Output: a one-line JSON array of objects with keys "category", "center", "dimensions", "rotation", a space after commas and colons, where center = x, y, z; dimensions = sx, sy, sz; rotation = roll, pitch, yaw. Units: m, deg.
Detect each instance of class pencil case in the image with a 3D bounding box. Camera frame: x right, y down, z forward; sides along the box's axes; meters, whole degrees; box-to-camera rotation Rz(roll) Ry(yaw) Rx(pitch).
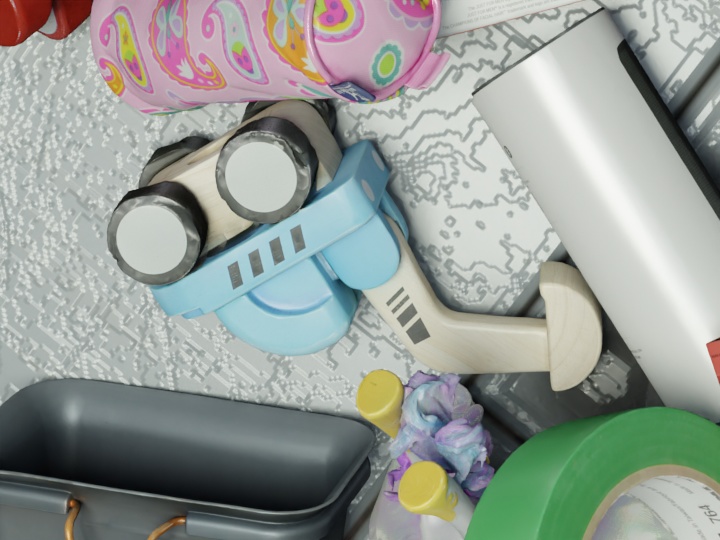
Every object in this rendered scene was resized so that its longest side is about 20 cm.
[{"category": "pencil case", "center": [-0.047, -0.115, 1.006], "dimensions": [0.199, 0.087, 0.088], "rotation": [4, 102, 51]}]

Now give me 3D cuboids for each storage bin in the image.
[{"category": "storage bin", "center": [-0.100, 0.151, 1.084], "dimensions": [0.199, 0.146, 0.135], "rotation": [6, 109, 15]}]

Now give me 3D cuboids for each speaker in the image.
[{"category": "speaker", "center": [0.138, -0.023, 1.035], "dimensions": [0.081, 0.081, 0.201], "rotation": [-32, 91, 14]}]

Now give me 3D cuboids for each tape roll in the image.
[{"category": "tape roll", "center": [0.127, 0.163, 0.942], "dimensions": [0.048, 0.200, 0.202], "rotation": [-16, 96, 47]}]

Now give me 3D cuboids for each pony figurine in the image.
[{"category": "pony figurine", "center": [0.045, 0.133, 1.003], "dimensions": [0.166, 0.200, 0.194], "rotation": [15, 65, 33]}]

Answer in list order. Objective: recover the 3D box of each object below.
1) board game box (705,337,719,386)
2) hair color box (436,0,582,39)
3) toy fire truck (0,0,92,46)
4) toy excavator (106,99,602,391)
[{"category": "board game box", "center": [0.234, 0.061, 0.895], "dimensions": [0.200, 0.019, 0.104], "rotation": [-19, 91, 55]}, {"category": "hair color box", "center": [0.057, -0.223, 1.011], "dimensions": [0.110, 0.064, 0.201], "rotation": [-13, 106, 7]}, {"category": "toy fire truck", "center": [-0.196, -0.214, 1.045], "dimensions": [0.167, 0.112, 0.201], "rotation": [30, 149, 27]}, {"category": "toy excavator", "center": [0.000, 0.000, 1.071], "dimensions": [0.194, 0.100, 0.201], "rotation": [-28, 105, 15]}]
